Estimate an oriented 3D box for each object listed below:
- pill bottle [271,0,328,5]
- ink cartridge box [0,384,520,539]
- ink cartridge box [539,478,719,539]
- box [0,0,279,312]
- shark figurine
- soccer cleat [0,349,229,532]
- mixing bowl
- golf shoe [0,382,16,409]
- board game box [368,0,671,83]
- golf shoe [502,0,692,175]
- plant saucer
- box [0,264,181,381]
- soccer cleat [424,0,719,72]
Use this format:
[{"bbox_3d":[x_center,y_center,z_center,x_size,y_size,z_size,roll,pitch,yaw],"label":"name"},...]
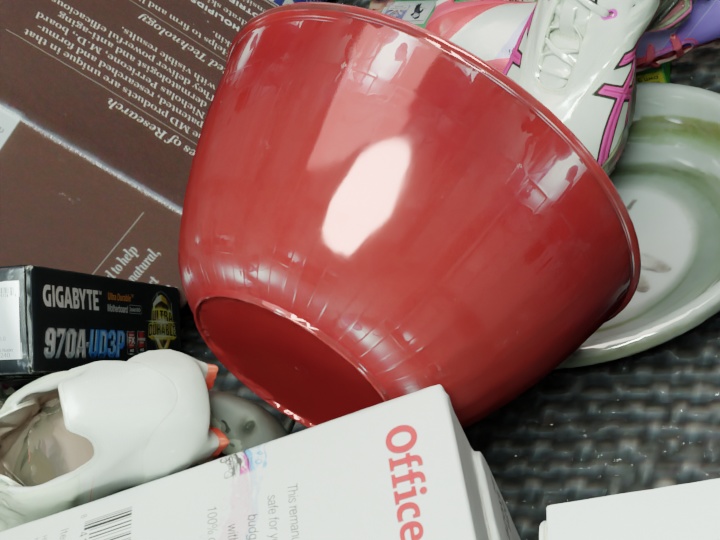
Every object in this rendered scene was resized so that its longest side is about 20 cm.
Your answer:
[{"bbox_3d":[-0.071,-0.213,1.050,0.115,0.116,0.200,0,45,30],"label":"pill bottle"},{"bbox_3d":[-0.028,0.167,0.566,0.199,0.145,0.147,-19,39,9],"label":"ink cartridge box"},{"bbox_3d":[0.172,0.134,0.493,0.199,0.145,0.084,-12,42,18],"label":"ink cartridge box"},{"bbox_3d":[-0.156,-0.075,0.854,0.166,0.164,0.200,-43,24,39],"label":"box"},{"bbox_3d":[-0.067,0.087,0.733,0.214,0.128,0.090,-17,40,55],"label":"shark figurine"},{"bbox_3d":[-0.132,0.082,0.634,0.200,0.077,0.069,-37,59,44],"label":"soccer cleat"},{"bbox_3d":[0.000,0.000,0.625,0.200,0.200,0.108,13,57,39],"label":"mixing bowl"},{"bbox_3d":[-0.255,0.101,0.826,0.199,0.092,0.075,3,32,17],"label":"golf shoe"},{"bbox_3d":[0.092,-0.142,0.947,0.199,0.029,0.135,-8,43,21],"label":"board game box"},{"bbox_3d":[0.108,-0.119,0.754,0.072,0.092,0.200,22,76,32],"label":"golf shoe"},{"bbox_3d":[0.119,-0.015,0.769,0.200,0.050,0.200,-15,40,13],"label":"plant saucer"},{"bbox_3d":[-0.185,0.029,0.699,0.158,0.200,0.046,-3,86,11],"label":"box"},{"bbox_3d":[0.127,-0.123,0.843,0.199,0.067,0.077,-5,65,21],"label":"soccer cleat"}]
